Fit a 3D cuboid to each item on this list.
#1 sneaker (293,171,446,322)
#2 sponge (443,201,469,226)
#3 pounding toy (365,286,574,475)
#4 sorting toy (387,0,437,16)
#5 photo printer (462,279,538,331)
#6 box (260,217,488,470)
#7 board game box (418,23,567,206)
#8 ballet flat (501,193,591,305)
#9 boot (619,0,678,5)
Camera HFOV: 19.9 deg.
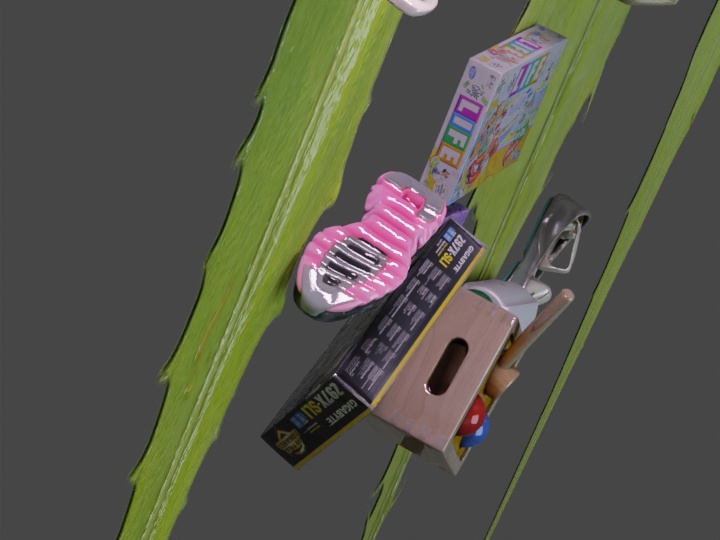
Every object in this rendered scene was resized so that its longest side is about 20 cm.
[{"bbox_3d":[0.000,0.000,1.668,0.200,0.079,0.096,-42,167,-52],"label":"sneaker"},{"bbox_3d":[0.036,0.029,1.920,0.201,0.030,0.112,-66,166,16],"label":"sponge"},{"bbox_3d":[0.112,0.096,2.083,0.201,0.142,0.184,-60,166,-8],"label":"pounding toy"},{"bbox_3d":[0.046,-0.277,1.254,0.201,0.106,0.180,-67,172,19],"label":"sorting toy"},{"bbox_3d":[0.130,0.091,2.290,0.167,0.069,0.200,-64,166,8],"label":"photo printer"},{"bbox_3d":[0.011,0.063,1.743,0.200,0.049,0.160,-53,-173,-35],"label":"box"},{"bbox_3d":[0.124,-0.146,1.891,0.200,0.034,0.135,-34,149,-62],"label":"board game box"},{"bbox_3d":[0.209,0.000,2.416,0.200,0.064,0.067,-58,166,-15],"label":"ballet flat"},{"bbox_3d":[0.355,-0.367,2.180,0.200,0.073,0.156,-29,147,-40],"label":"boot"}]
